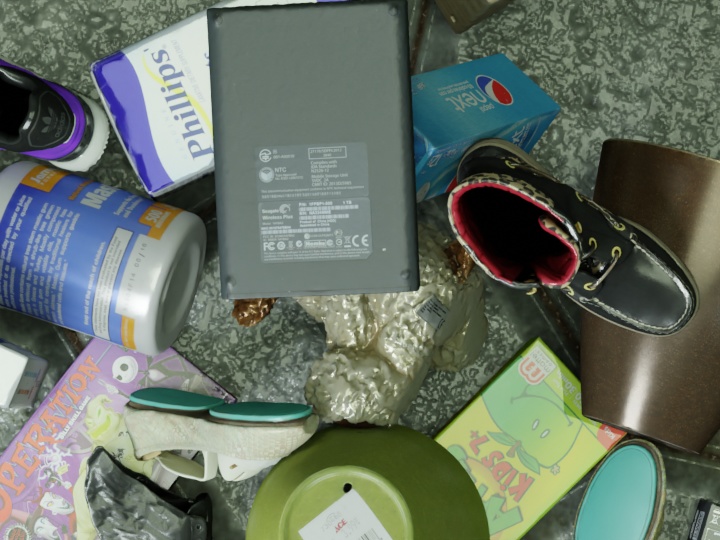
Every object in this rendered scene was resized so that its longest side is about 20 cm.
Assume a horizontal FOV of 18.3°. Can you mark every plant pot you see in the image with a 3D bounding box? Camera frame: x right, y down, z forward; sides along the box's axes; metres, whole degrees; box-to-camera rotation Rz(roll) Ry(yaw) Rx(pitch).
[{"bbox_3d":[-0.001,0.191,1.594,0.185,0.200,0.189,-1,81,4],"label":"plant pot"},{"bbox_3d":[0.239,0.028,1.666,0.185,0.187,0.202,18,87,-2],"label":"plant pot"}]

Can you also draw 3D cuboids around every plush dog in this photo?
[{"bbox_3d":[0.000,0.000,1.657,0.171,0.200,0.162,27,123,20],"label":"plush dog"}]

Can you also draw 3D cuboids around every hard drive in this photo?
[{"bbox_3d":[-0.032,-0.084,1.546,0.138,0.033,0.202,-2,94,5],"label":"hard drive"}]

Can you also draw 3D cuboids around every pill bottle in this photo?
[{"bbox_3d":[-0.225,-0.017,1.677,0.198,0.112,0.113,18,87,10],"label":"pill bottle"}]

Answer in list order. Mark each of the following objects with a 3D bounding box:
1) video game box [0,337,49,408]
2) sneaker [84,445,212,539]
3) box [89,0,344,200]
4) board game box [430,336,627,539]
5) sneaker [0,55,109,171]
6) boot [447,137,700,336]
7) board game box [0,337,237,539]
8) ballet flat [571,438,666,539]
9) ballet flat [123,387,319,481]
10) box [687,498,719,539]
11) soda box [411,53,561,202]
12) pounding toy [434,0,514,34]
[{"bbox_3d":[-0.330,0.043,1.643,0.199,0.182,0.047,25,83,-2],"label":"video game box"},{"bbox_3d":[-0.130,0.217,1.691,0.198,0.060,0.105,25,93,-11],"label":"sneaker"},{"bbox_3d":[-0.089,-0.141,1.659,0.199,0.184,0.106,-26,92,-4],"label":"box"},{"bbox_3d":[0.098,0.157,1.725,0.200,0.048,0.102,-44,91,-4],"label":"board game box"},{"bbox_3d":[-0.286,-0.132,1.660,0.199,0.099,0.070,17,90,32],"label":"sneaker"},{"bbox_3d":[0.142,-0.013,1.530,0.200,0.151,0.073,40,104,2],"label":"boot"},{"bbox_3d":[-0.201,0.142,1.723,0.120,0.032,0.201,37,87,3],"label":"board game box"},{"bbox_3d":[0.194,0.226,1.717,0.070,0.071,0.202,15,91,-2],"label":"ballet flat"},{"bbox_3d":[-0.099,0.124,1.639,0.067,0.199,0.063,-10,99,-41],"label":"ballet flat"},{"bbox_3d":[0.337,0.281,1.730,0.198,0.050,0.159,17,87,-2],"label":"box"},{"bbox_3d":[0.066,-0.104,1.653,0.068,0.200,0.064,44,121,16],"label":"soda box"},{"bbox_3d":[0.078,-0.291,1.712,0.199,0.142,0.185,-32,90,-14],"label":"pounding toy"}]
